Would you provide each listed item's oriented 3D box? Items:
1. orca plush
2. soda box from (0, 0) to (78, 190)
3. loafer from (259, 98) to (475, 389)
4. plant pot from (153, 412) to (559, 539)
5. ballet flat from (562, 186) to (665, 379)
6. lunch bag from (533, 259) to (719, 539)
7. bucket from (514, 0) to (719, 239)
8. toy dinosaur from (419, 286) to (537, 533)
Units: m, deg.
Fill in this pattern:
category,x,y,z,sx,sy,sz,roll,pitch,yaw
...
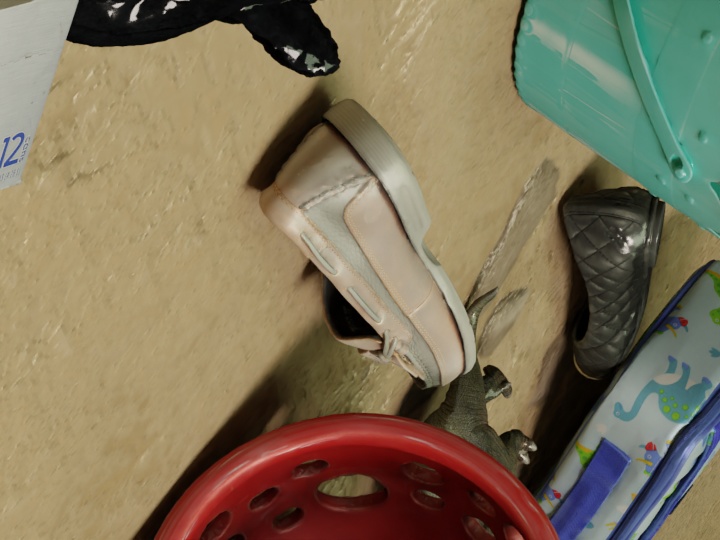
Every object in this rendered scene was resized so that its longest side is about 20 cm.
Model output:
category,x,y,z,sx,sy,sz,roll,pitch,yaw
orca plush,-0.028,-0.091,0.839,0.105,0.071,0.200,-27,170,34
soda box,-0.163,-0.046,0.667,0.200,0.063,0.069,-25,142,-56
loafer,0.000,0.000,1.115,0.063,0.072,0.200,-37,148,-10
plant pot,0.001,0.192,1.177,0.201,0.200,0.183,-51,161,-20
ballet flat,0.140,0.004,1.470,0.200,0.056,0.067,91,13,-62
lunch bag,0.181,0.102,1.584,0.161,0.082,0.200,-44,167,-40
bucket,0.178,-0.127,1.232,0.207,0.134,0.208,-48,157,-28
toy dinosaur,0.052,0.110,1.352,0.102,0.077,0.201,-34,152,-61
